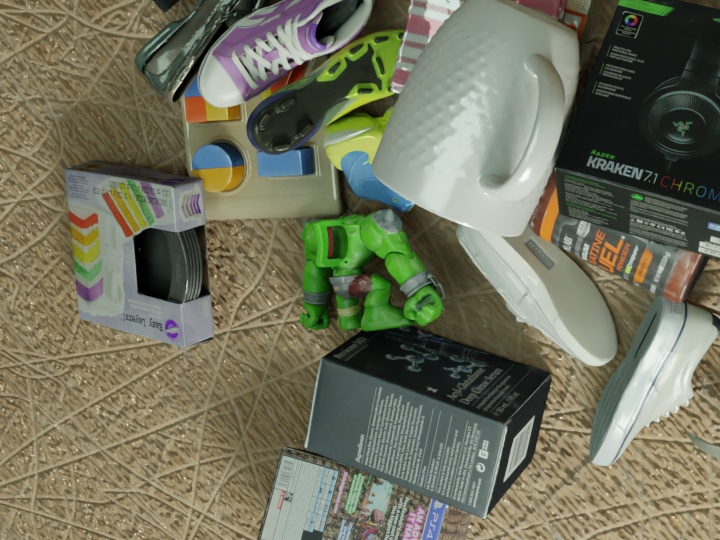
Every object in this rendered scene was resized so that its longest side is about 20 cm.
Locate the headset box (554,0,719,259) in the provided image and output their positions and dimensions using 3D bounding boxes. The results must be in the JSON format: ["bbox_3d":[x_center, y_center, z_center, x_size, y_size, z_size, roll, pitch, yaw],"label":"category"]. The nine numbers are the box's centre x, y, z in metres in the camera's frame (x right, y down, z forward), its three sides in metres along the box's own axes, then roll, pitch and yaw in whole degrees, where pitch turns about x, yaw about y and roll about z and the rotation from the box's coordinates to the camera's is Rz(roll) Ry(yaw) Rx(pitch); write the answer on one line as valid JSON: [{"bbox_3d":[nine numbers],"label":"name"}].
[{"bbox_3d":[0.279,-0.128,1.078,0.174,0.093,0.200,18,71,18],"label":"headset box"}]

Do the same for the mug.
[{"bbox_3d":[0.114,-0.129,1.062,0.147,0.200,0.176,16,108,-21],"label":"mug"}]

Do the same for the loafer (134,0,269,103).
[{"bbox_3d":[-0.141,-0.250,1.301,0.200,0.072,0.063,-37,77,19],"label":"loafer"}]

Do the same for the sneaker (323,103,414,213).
[{"bbox_3d":[0.066,-0.118,1.262,0.199,0.076,0.105,-5,121,27],"label":"sneaker"}]

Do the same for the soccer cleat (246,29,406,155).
[{"bbox_3d":[-0.026,-0.182,1.257,0.200,0.084,0.065,-31,106,-4],"label":"soccer cleat"}]

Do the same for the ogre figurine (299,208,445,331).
[{"bbox_3d":[0.000,0.000,1.297,0.200,0.098,0.120,-176,72,-68],"label":"ogre figurine"}]

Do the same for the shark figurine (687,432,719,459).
[{"bbox_3d":[0.390,0.097,1.156,0.128,0.089,0.215,25,110,55],"label":"shark figurine"}]

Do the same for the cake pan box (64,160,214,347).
[{"bbox_3d":[-0.245,-0.020,1.418,0.200,0.052,0.185,13,113,39],"label":"cake pan box"}]

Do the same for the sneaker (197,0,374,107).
[{"bbox_3d":[-0.075,-0.221,1.225,0.200,0.114,0.073,-35,109,8],"label":"sneaker"}]

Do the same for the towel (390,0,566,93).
[{"bbox_3d":[0.111,-0.239,1.148,0.146,0.030,0.201,20,112,19],"label":"towel"}]

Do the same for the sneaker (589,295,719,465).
[{"bbox_3d":[0.281,0.116,1.216,0.071,0.073,0.200,18,125,-4],"label":"sneaker"}]

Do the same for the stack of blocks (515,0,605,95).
[{"bbox_3d":[0.166,-0.266,1.165,0.115,0.059,0.201,21,113,19],"label":"stack of blocks"}]

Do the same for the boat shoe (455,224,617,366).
[{"bbox_3d":[0.168,0.018,1.246,0.200,0.072,0.069,46,140,0],"label":"boat shoe"}]

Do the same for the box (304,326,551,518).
[{"bbox_3d":[0.070,0.142,1.280,0.199,0.148,0.107,17,111,20],"label":"box"}]

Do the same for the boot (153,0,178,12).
[{"bbox_3d":[-0.186,-0.375,1.271,0.200,0.066,0.165,-26,95,52],"label":"boot"}]

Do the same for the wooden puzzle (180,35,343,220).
[{"bbox_3d":[-0.115,-0.149,1.344,0.185,0.046,0.201,0,105,26],"label":"wooden puzzle"}]

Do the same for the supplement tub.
[{"bbox_3d":[0.229,-0.057,1.169,0.200,0.107,0.107,27,115,17],"label":"supplement tub"}]

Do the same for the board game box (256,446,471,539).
[{"bbox_3d":[0.000,0.292,1.355,0.199,0.097,0.160,13,83,23],"label":"board game box"}]
